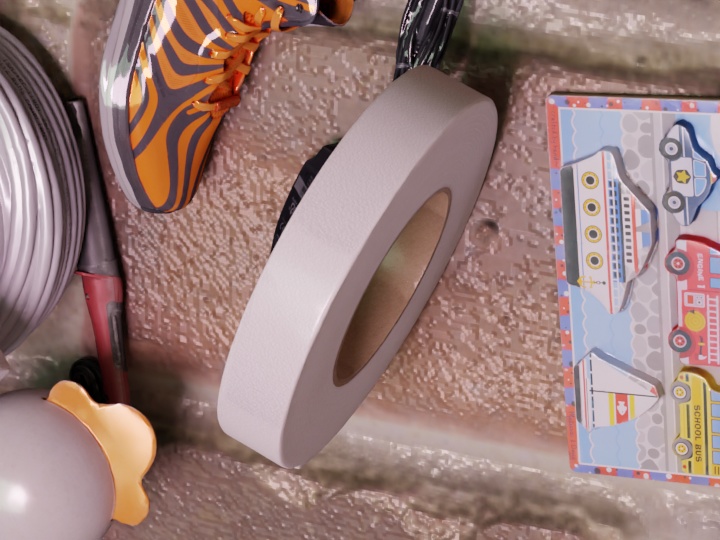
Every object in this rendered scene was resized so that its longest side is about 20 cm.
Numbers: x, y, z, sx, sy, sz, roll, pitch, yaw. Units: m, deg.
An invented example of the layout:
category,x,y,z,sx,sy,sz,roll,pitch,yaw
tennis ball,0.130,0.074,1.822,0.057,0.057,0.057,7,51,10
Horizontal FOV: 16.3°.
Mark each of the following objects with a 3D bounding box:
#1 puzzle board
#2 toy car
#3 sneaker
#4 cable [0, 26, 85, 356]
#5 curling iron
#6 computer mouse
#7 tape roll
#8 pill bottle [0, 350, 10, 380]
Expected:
category,x,y,z,sx,sy,sz,roll,pitch,yaw
puzzle board,0.166,0.014,1.216,0.151,0.017,0.200,3,110,24
toy car,-0.182,0.136,1.328,0.200,0.184,0.177,-24,98,29
sneaker,-0.062,-0.114,1.237,0.112,0.078,0.200,15,115,20
cable,-0.234,-0.044,1.340,0.200,0.069,0.200,-21,93,34
curling iron,-0.150,0.006,1.353,0.050,0.026,0.200,6,111,21
computer mouse,0.010,-0.065,1.249,0.034,0.059,0.200,14,120,-29
tape roll,0.000,0.000,1.181,0.037,0.203,0.203,29,119,12
pill bottle,-0.262,-0.013,1.257,0.112,0.112,0.200,-35,86,31
